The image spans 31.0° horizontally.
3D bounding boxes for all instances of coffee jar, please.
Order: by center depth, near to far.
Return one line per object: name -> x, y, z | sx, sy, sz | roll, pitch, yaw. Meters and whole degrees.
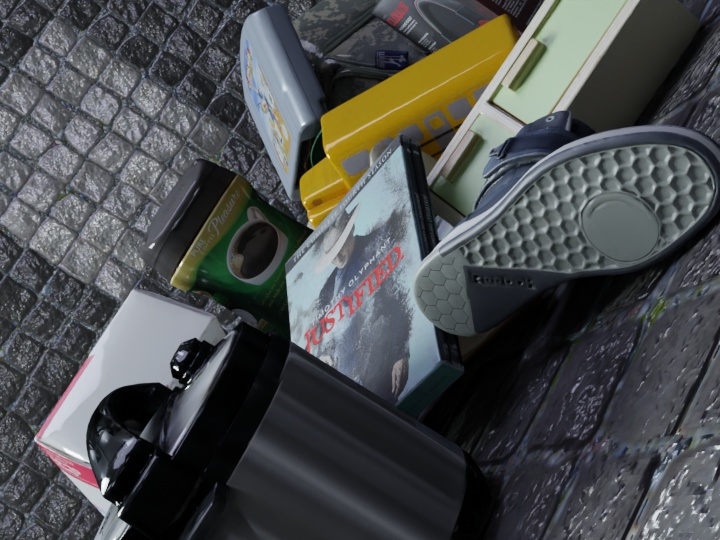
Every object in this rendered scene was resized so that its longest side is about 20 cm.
coffee jar -> -0.074, -0.001, 1.047 | 0.105, 0.200, 0.085 | -58, 5, -13

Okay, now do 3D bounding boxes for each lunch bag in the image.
lunch bag -> 0.025, -0.162, 1.276 | 0.139, 0.167, 0.200 | -40, -39, -29

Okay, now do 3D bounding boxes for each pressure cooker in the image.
pressure cooker -> -0.055, 0.126, 0.692 | 0.176, 0.200, 0.179 | -48, 13, 49

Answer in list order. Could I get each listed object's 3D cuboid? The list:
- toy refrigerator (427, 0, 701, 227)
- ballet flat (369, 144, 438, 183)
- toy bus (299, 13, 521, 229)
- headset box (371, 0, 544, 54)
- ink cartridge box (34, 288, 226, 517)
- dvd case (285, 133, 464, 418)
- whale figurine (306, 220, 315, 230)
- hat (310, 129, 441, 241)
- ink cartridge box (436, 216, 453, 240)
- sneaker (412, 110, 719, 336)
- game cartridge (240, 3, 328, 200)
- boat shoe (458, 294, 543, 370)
toy refrigerator -> 0.128, -0.106, 0.863 | 0.200, 0.070, 0.076 | -56, 42, 9
ballet flat -> 0.000, 0.000, 0.948 | 0.070, 0.069, 0.201 | -78, 7, -70
toy bus -> 0.041, -0.102, 0.964 | 0.199, 0.078, 0.065 | -27, 37, 16
headset box -> 0.106, -0.221, 1.090 | 0.075, 0.200, 0.149 | -58, 8, -12
ink cartridge box -> -0.152, 0.133, 1.035 | 0.148, 0.085, 0.200 | -61, -26, -26
dvd case -> 0.002, 0.027, 0.834 | 0.146, 0.022, 0.200 | -47, 33, 34
whale figurine -> -0.006, 0.024, 1.167 | 0.200, 0.103, 0.160 | -67, -21, -44
hat -> 0.056, -0.052, 1.112 | 0.166, 0.200, 0.177 | -39, 61, 38
ink cartridge box -> 0.073, -0.004, 1.023 | 0.197, 0.043, 0.200 | -58, 3, -1
sneaker -> 0.129, -0.051, 0.714 | 0.202, 0.077, 0.146 | -27, 14, 46
game cartridge -> -0.072, -0.156, 1.202 | 0.041, 0.134, 0.200 | -26, -13, -12
boat shoe -> 0.039, 0.044, 0.857 | 0.074, 0.069, 0.200 | -27, -15, -51
